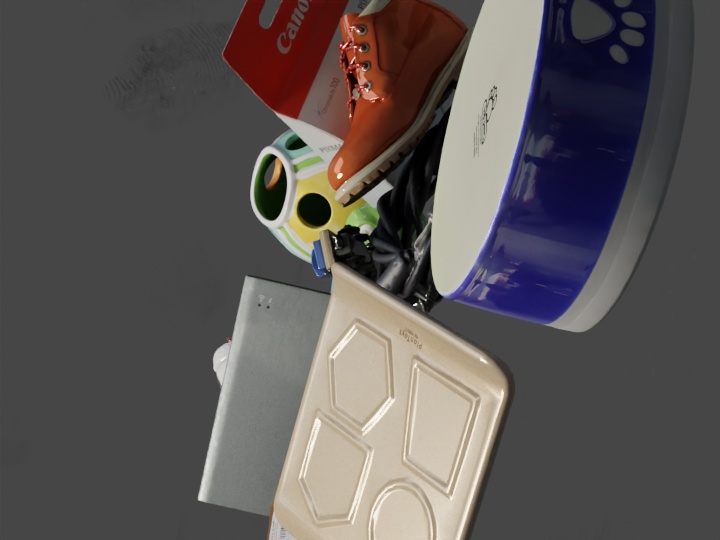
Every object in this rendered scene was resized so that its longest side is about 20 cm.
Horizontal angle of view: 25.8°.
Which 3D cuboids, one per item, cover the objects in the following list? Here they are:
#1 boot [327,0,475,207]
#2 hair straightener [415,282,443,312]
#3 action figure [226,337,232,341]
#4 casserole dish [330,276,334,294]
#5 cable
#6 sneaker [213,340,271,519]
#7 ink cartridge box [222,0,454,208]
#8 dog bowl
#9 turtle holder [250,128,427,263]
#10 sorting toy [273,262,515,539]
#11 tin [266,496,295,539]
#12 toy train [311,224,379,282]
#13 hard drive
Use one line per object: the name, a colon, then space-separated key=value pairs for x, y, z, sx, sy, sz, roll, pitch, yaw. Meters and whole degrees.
boot: x=0.011 y=-0.138 z=1.202 sx=0.201 sy=0.107 sz=0.075 roll=-57 pitch=10 yaw=-33
hair straightener: x=0.015 y=0.042 z=1.261 sx=0.200 sy=0.076 sz=0.042 roll=143 pitch=122 yaw=-73
action figure: x=-0.133 y=0.126 z=2.080 sx=0.200 sy=0.098 sz=0.066 roll=131 pitch=153 yaw=-78
casserole dish: x=0.002 y=-0.023 z=1.565 sx=0.122 sy=0.038 sz=0.202 roll=115 pitch=164 yaw=-55
cable: x=0.055 y=-0.067 z=1.151 sx=0.201 sy=0.050 sz=0.164 roll=-75 pitch=11 yaw=-52
sneaker: x=-0.068 y=0.156 z=1.435 sx=0.201 sy=0.074 sz=0.116 roll=58 pitch=-168 yaw=-37
ink cartridge box: x=-0.006 y=-0.172 z=1.250 sx=0.047 sy=0.200 sz=0.161 roll=-5 pitch=53 yaw=43
dog bowl: x=0.101 y=-0.074 z=0.828 sx=0.200 sy=0.078 sz=0.203 roll=-168 pitch=90 yaw=-82
turtle holder: x=-0.017 y=-0.054 z=1.382 sx=0.142 sy=0.130 sz=0.187 roll=-58 pitch=39 yaw=37
sorting toy: x=0.021 y=0.117 z=1.016 sx=0.185 sy=0.036 sz=0.203 roll=30 pitch=114 yaw=48
tin: x=-0.030 y=0.222 z=1.269 sx=0.200 sy=0.041 sz=0.114 roll=161 pitch=114 yaw=-65
toy train: x=0.000 y=0.000 z=1.252 sx=0.200 sy=0.045 sz=0.035 roll=38 pitch=-142 yaw=-71
hard drive: x=-0.055 y=0.118 z=1.381 sx=0.033 sy=0.138 sz=0.203 roll=-132 pitch=54 yaw=-88
